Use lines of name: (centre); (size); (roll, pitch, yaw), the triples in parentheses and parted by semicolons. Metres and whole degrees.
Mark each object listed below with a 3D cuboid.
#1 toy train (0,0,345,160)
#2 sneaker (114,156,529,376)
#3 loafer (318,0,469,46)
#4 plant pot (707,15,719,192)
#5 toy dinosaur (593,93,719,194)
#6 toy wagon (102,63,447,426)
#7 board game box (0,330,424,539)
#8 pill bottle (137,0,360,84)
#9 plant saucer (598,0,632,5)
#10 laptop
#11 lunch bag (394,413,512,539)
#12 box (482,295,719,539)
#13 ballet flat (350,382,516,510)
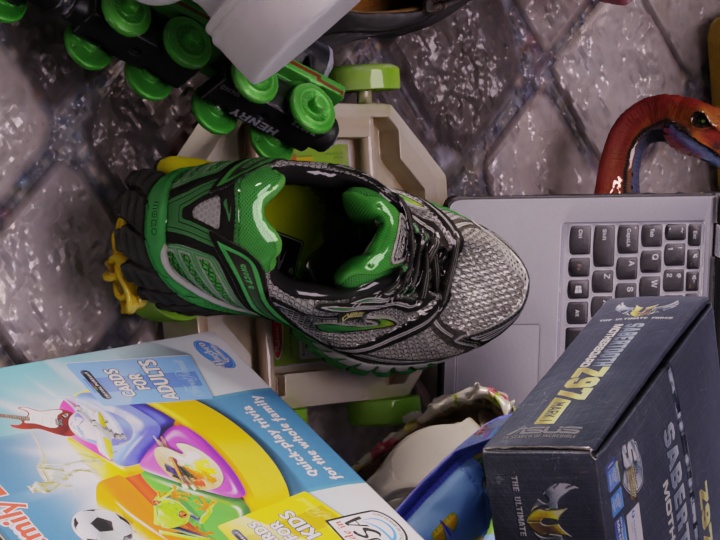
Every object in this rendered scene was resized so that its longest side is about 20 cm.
toy train: (-0.089, -0.104, 1.105); (0.199, 0.042, 0.057); (26, 52, -27)
sneaker: (0.000, 0.000, 1.131); (0.199, 0.085, 0.079); (9, 82, -44)
loafer: (0.021, -0.136, 1.224); (0.200, 0.072, 0.073); (-31, 108, -42)
plant pot: (0.287, -0.069, 1.417); (0.175, 0.199, 0.202); (-5, 91, -34)
toy dinosaur: (0.122, 0.013, 1.295); (0.199, 0.105, 0.183); (-9, 95, -45)
toy wagon: (-0.037, -0.008, 1.183); (0.199, 0.039, 0.156); (-4, 90, -45)
board game box: (-0.097, 0.093, 1.020); (0.199, 0.151, 0.047); (-9, 127, -39)
pill bottle: (-0.074, -0.172, 1.054); (0.200, 0.111, 0.111); (50, 51, 0)
plant saucer: (0.152, -0.219, 1.298); (0.200, 0.050, 0.202); (14, 90, -82)
laptop: (0.141, 0.068, 1.203); (0.198, 0.116, 0.189); (-1, 101, -12)
lunch bag: (0.039, 0.163, 1.132); (0.200, 0.094, 0.151); (-56, 145, -33)
box: (0.110, 0.130, 1.126); (0.158, 0.051, 0.201); (-42, 128, -60)
ballet flat: (-0.007, 0.110, 1.160); (0.076, 0.064, 0.200); (42, 65, 17)
